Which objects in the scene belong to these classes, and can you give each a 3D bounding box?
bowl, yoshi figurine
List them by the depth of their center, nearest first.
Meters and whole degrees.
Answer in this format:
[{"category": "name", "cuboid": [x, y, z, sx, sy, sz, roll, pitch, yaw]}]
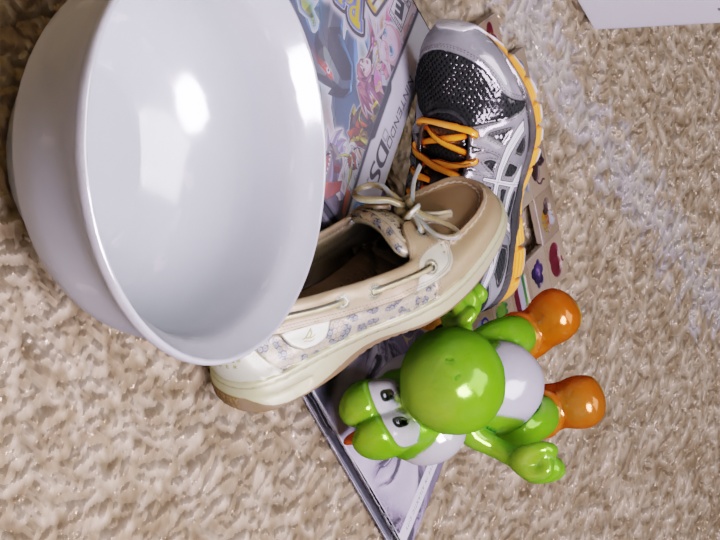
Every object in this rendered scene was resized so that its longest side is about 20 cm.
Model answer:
[{"category": "bowl", "cuboid": [-0.103, -0.056, 1.007, 0.201, 0.090, 0.202, -3, 93, -60]}, {"category": "yoshi figurine", "cuboid": [0.076, 0.066, 1.244, 0.199, 0.112, 0.113, -13, 126, -50]}]

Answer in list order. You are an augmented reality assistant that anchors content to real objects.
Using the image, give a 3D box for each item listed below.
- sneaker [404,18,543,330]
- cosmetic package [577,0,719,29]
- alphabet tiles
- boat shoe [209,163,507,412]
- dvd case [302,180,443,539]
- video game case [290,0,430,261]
[{"category": "sneaker", "cuboid": [0.058, -0.052, 1.261, 0.077, 0.078, 0.201, -39, 133, -44]}, {"category": "cosmetic package", "cuboid": [0.204, -0.312, 1.513, 0.199, 0.122, 0.201, 50, 49, -48]}, {"category": "alphabet tiles", "cuboid": [0.089, -0.062, 1.415, 0.167, 0.008, 0.201, -40, 121, -56]}, {"category": "boat shoe", "cuboid": [0.000, 0.000, 1.148, 0.200, 0.073, 0.063, -37, 131, -27]}, {"category": "dvd case", "cuboid": [0.014, 0.051, 1.287, 0.200, 0.016, 0.149, 63, 39, -39]}, {"category": "video game case", "cuboid": [-0.028, -0.132, 1.191, 0.200, 0.025, 0.181, 56, 41, -41]}]
